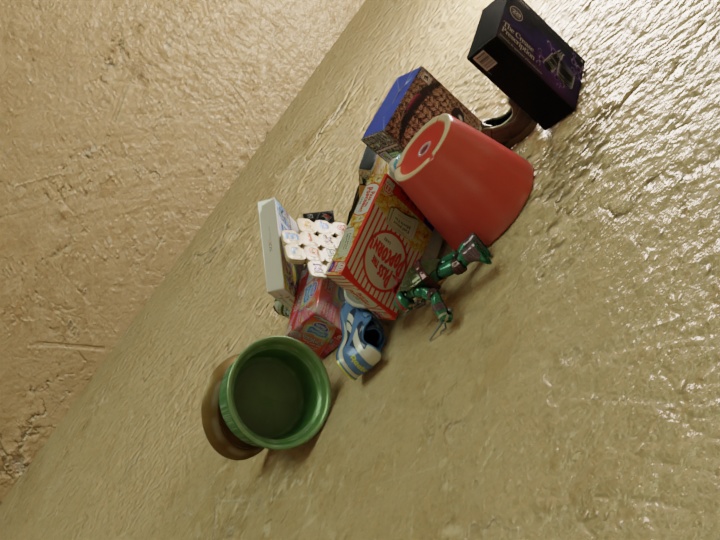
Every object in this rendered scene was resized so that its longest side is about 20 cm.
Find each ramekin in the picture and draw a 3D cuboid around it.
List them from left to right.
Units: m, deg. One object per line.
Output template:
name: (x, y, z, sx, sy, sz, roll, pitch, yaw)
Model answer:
ramekin: (-0.161, 0.227, 1.587, 0.098, 0.199, 0.202, -29, 30, 61)

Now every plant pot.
plant pot: (-0.215, 0.259, 1.659, 0.027, 0.200, 0.202, -1, 53, 42)
plant pot: (0.167, -0.158, 1.495, 0.200, 0.177, 0.201, -43, 23, 24)

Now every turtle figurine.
turtle figurine: (0.123, 0.025, 1.429, 0.200, 0.101, 0.150, -41, 23, 16)

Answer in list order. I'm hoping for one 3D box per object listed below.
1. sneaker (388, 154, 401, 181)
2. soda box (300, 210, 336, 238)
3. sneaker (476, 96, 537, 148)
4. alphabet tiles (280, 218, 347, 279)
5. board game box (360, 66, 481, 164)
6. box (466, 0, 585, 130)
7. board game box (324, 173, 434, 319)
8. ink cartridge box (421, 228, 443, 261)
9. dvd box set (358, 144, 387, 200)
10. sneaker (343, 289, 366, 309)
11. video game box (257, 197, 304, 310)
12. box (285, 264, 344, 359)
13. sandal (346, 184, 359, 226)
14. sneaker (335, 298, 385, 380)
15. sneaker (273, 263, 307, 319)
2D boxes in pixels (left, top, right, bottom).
sneaker: (0.075, -0.149, 1.634, 0.080, 0.077, 0.200, -32, -19, -1)
soda box: (-0.096, -0.072, 1.961, 0.200, 0.070, 0.064, 114, 149, -75)
sneaker: (0.236, -0.244, 1.623, 0.200, 0.075, 0.071, -43, 23, 27)
alphabet tiles: (-0.063, -0.040, 1.786, 0.197, 0.197, 0.015, -109, 30, -49)
board game box: (0.130, -0.265, 1.709, 0.161, 0.199, 0.097, -60, 23, -17)
box: (0.291, -0.367, 1.518, 0.079, 0.199, 0.142, -32, 30, 44)
board game box: (0.039, -0.040, 1.507, 0.046, 0.151, 0.202, 2, 62, 48)
ink cartridge box: (0.093, -0.056, 1.665, 0.197, 0.043, 0.202, -15, 47, 60)
dvd box set: (0.028, -0.179, 1.804, 0.202, 0.029, 0.147, 88, -165, -46)
sneaker: (0.000, 0.000, 1.612, 0.201, 0.074, 0.083, -116, 23, -56)
video game box: (-0.163, -0.028, 1.861, 0.046, 0.182, 0.203, -11, 72, 8)
box: (-0.072, 0.065, 1.780, 0.102, 0.094, 0.201, -39, 25, 33)
sandal: (-0.001, -0.111, 1.909, 0.201, 0.054, 0.082, 108, 175, -47)
sneaker: (0.009, 0.107, 1.580, 0.082, 0.074, 0.201, -35, 32, 27)
sneaker: (-0.101, 0.044, 1.954, 0.200, 0.077, 0.089, -49, 53, 5)
